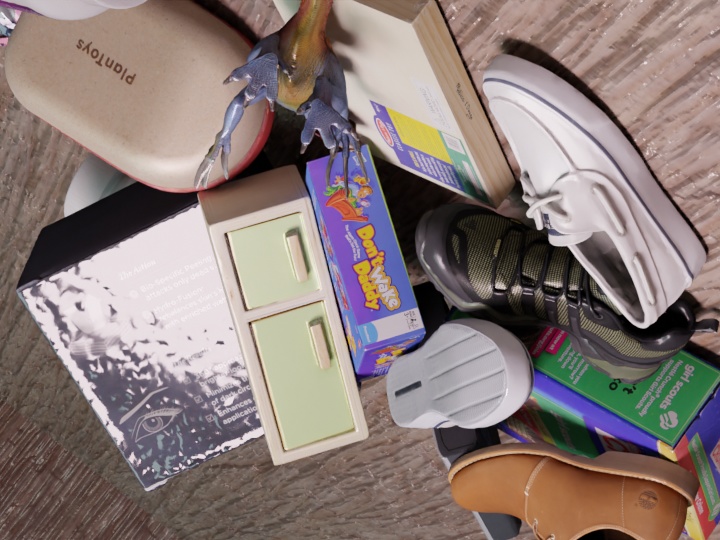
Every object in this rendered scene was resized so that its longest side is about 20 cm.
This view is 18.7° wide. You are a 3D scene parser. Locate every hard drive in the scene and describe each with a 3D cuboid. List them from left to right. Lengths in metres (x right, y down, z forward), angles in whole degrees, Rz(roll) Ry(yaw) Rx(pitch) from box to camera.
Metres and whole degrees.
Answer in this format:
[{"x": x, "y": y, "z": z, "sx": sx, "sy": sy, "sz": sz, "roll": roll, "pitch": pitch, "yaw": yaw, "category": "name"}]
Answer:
[{"x": 0.079, "y": 0.112, "z": 1.676, "sx": 0.200, "sy": 0.033, "sz": 0.140, "roll": 61, "pitch": -166, "yaw": -61, "category": "hard drive"}]

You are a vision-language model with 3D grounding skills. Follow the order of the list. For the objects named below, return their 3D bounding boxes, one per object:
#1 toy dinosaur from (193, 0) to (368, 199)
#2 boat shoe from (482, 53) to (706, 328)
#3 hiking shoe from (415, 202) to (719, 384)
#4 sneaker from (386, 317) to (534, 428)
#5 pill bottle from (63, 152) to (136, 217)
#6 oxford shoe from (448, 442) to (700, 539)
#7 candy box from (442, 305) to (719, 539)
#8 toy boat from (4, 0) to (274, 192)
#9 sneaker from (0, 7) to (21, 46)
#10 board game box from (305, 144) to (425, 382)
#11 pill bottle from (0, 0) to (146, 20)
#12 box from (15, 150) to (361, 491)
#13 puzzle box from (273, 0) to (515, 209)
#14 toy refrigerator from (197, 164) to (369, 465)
[{"x": -0.024, "y": -0.118, "z": 1.377, "sx": 0.104, "sy": 0.201, "sz": 0.182, "roll": 24, "pitch": -162, "yaw": -1, "category": "toy dinosaur"}, {"x": 0.133, "y": -0.044, "z": 1.312, "sx": 0.200, "sy": 0.065, "sz": 0.073, "roll": 45, "pitch": 162, "yaw": -24, "category": "boat shoe"}, {"x": 0.134, "y": 0.000, "z": 1.419, "sx": 0.199, "sy": 0.076, "sz": 0.101, "roll": 24, "pitch": 150, "yaw": -18, "category": "hiking shoe"}, {"x": 0.081, "y": 0.068, "z": 1.469, "sx": 0.200, "sy": 0.070, "sz": 0.074, "roll": 165, "pitch": 97, "yaw": -70, "category": "sneaker"}, {"x": -0.143, "y": -0.026, "z": 1.831, "sx": 0.199, "sy": 0.110, "sz": 0.110, "roll": 32, "pitch": 162, "yaw": 16, "category": "pill bottle"}, {"x": 0.134, "y": 0.163, "z": 1.510, "sx": 0.199, "sy": 0.072, "sz": 0.071, "roll": 0, "pitch": 151, "yaw": 43, "category": "oxford shoe"}, {"x": 0.172, "y": 0.092, "z": 1.567, "sx": 0.199, "sy": 0.077, "sz": 0.169, "roll": 27, "pitch": 161, "yaw": 29, "category": "candy box"}, {"x": -0.148, "y": -0.141, "z": 1.576, "sx": 0.199, "sy": 0.131, "sz": 0.131, "roll": 33, "pitch": -167, "yaw": 16, "category": "toy boat"}, {"x": -0.247, "y": -0.187, "z": 1.668, "sx": 0.200, "sy": 0.082, "sz": 0.070, "roll": 39, "pitch": 163, "yaw": -4, "category": "sneaker"}, {"x": 0.000, "y": 0.000, "z": 1.559, "sx": 0.200, "sy": 0.044, "sz": 0.135, "roll": 104, "pitch": 149, "yaw": -81, "category": "board game box"}, {"x": -0.210, "y": -0.226, "z": 1.448, "sx": 0.199, "sy": 0.112, "sz": 0.112, "roll": 18, "pitch": 155, "yaw": 47, "category": "pill bottle"}, {"x": -0.126, "y": 0.030, "z": 1.694, "sx": 0.201, "sy": 0.196, "sz": 0.118, "roll": 60, "pitch": -165, "yaw": -21, "category": "box"}, {"x": 0.017, "y": -0.125, "z": 1.402, "sx": 0.133, "sy": 0.025, "sz": 0.200, "roll": 26, "pitch": 160, "yaw": 32, "category": "puzzle box"}, {"x": -0.054, "y": 0.034, "z": 1.578, "sx": 0.070, "sy": 0.075, "sz": 0.201, "roll": -115, "pitch": 11, "yaw": -64, "category": "toy refrigerator"}]
